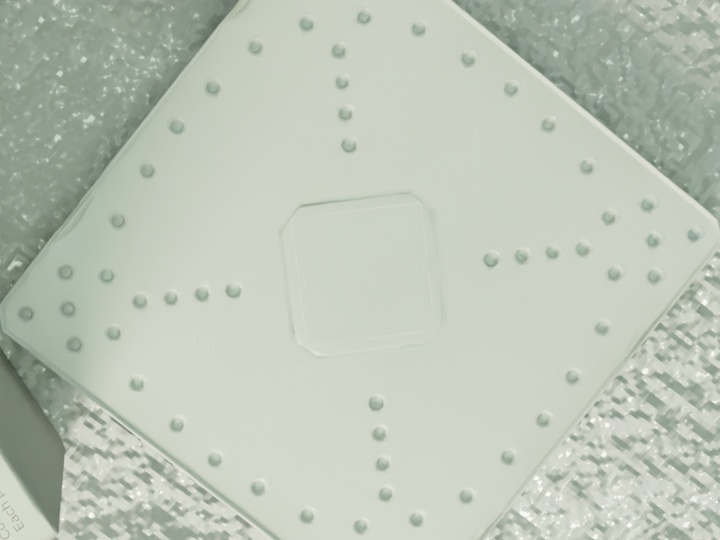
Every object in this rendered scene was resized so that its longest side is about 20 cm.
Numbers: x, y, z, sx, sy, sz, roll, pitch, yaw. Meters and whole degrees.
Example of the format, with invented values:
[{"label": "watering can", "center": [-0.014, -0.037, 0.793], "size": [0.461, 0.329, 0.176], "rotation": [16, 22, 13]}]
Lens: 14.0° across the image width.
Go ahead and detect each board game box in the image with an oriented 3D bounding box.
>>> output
[{"label": "board game box", "center": [0.000, 0.000, 1.107], "size": [0.200, 0.026, 0.200], "rotation": [38, 93, -9]}]

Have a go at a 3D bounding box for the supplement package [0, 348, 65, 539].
[{"label": "supplement package", "center": [-0.228, 0.071, 1.035], "size": [0.200, 0.151, 0.152], "rotation": [-33, 100, 1]}]
